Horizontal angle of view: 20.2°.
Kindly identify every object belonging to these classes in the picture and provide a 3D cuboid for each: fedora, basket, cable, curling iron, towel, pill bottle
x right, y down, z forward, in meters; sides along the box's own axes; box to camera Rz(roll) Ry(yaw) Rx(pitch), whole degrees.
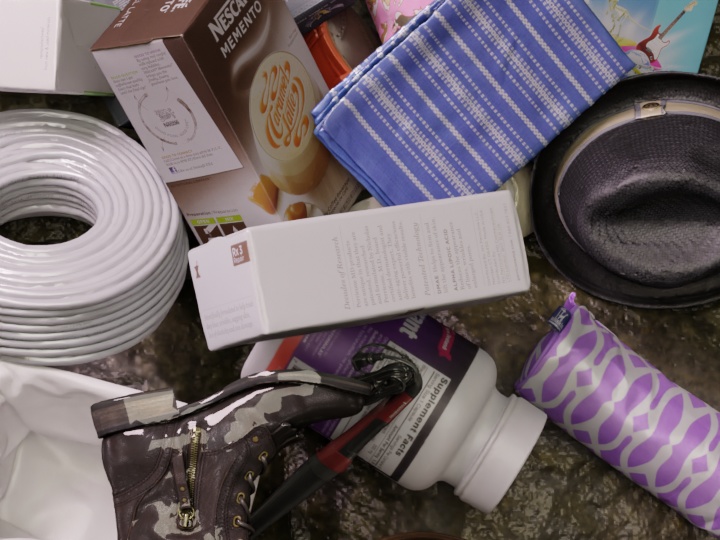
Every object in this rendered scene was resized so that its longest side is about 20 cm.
[{"bbox_3d":[0.219,-0.043,1.430,0.199,0.092,0.202,1,112,3],"label":"fedora"},{"bbox_3d":[-0.174,0.153,1.378,0.198,0.123,0.137,15,78,-1],"label":"basket"},{"bbox_3d":[-0.215,-0.026,1.380,0.199,0.070,0.200,19,44,12],"label":"cable"},{"bbox_3d":[-0.026,0.120,1.371,0.050,0.026,0.200,40,120,1],"label":"curling iron"},{"bbox_3d":[0.078,-0.122,1.392,0.200,0.024,0.145,-42,120,4],"label":"towel"},{"bbox_3d":[0.026,0.083,1.416,0.199,0.111,0.112,32,78,1],"label":"pill bottle"}]

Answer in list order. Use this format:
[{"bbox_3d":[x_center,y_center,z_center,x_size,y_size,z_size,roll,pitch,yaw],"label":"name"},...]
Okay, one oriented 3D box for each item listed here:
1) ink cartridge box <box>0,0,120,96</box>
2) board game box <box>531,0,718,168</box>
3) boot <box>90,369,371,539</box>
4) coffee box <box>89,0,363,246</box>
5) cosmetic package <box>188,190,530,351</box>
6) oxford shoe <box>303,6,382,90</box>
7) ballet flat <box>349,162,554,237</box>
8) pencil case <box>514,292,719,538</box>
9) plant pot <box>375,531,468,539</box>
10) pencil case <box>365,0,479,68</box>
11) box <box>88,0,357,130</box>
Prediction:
[{"bbox_3d":[-0.281,-0.161,1.416,0.198,0.117,0.068,5,94,14],"label":"ink cartridge box"},{"bbox_3d":[0.174,-0.172,1.473,0.150,0.047,0.202,13,103,-2],"label":"board game box"},{"bbox_3d":[-0.080,0.158,1.296,0.198,0.069,0.176,-9,83,-1],"label":"boot"},{"bbox_3d":[-0.084,-0.105,1.373,0.201,0.079,0.115,62,41,-31],"label":"coffee box"},{"bbox_3d":[0.000,0.000,1.317,0.199,0.102,0.075,-11,87,-27],"label":"cosmetic package"},{"bbox_3d":[-0.019,-0.162,1.495,0.072,0.071,0.201,-10,69,-42],"label":"oxford shoe"},{"bbox_3d":[0.052,-0.044,1.467,0.198,0.069,0.070,-11,80,-7],"label":"ballet flat"},{"bbox_3d":[0.204,0.105,1.447,0.200,0.084,0.086,38,55,2],"label":"pencil case"},{"bbox_3d":[0.055,0.268,1.339,0.198,0.198,0.202,1,79,-6],"label":"plant pot"},{"bbox_3d":[0.039,-0.205,1.463,0.082,0.087,0.201,-13,61,-18],"label":"pencil case"},{"bbox_3d":[-0.120,-0.217,1.456,0.199,0.051,0.159,-30,81,16],"label":"box"}]
